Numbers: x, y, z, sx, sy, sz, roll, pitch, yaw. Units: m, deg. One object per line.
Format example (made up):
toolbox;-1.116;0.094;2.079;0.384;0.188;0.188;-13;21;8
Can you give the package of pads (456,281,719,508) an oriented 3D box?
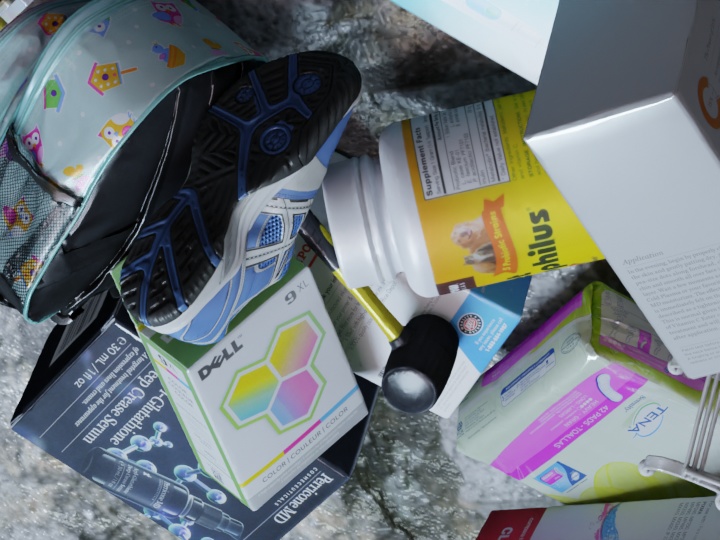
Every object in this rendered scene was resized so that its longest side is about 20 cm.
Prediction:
package of pads;0.186;0.101;1.801;0.199;0.068;0.154;27;135;-23

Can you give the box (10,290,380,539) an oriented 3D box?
box;-0.112;0.090;1.879;0.199;0.107;0.148;34;132;-14

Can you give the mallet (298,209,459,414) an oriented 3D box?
mallet;-0.006;-0.003;1.722;0.041;0.066;0.200;-29;102;32

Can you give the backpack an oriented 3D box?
backpack;-0.158;-0.088;1.688;0.153;0.175;0.200;49;121;14

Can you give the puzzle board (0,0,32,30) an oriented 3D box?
puzzle board;-0.202;-0.164;1.616;0.017;0.200;0.150;46;129;-11

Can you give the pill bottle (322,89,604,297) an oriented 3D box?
pill bottle;0.081;-0.048;1.655;0.199;0.110;0.110;-13;128;4

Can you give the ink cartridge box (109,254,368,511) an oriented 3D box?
ink cartridge box;-0.074;0.047;1.713;0.059;0.104;0.201;34;156;40

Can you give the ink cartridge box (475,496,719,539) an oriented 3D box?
ink cartridge box;0.183;0.232;1.805;0.199;0.083;0.146;-7;122;34

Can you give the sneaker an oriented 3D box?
sneaker;-0.065;-0.044;1.627;0.076;0.200;0.077;35;175;34

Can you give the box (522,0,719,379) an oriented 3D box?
box;0.188;-0.057;1.526;0.097;0.125;0.200;-15;128;30

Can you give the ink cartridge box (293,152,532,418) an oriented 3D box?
ink cartridge box;0.000;0.000;1.787;0.199;0.068;0.116;27;132;-8

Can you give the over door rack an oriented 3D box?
over door rack;0.282;0.089;1.719;0.199;0.149;0.067;19;171;-12

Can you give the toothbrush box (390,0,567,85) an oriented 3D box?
toothbrush box;0.093;-0.204;1.562;0.199;0.086;0.147;29;133;-9
